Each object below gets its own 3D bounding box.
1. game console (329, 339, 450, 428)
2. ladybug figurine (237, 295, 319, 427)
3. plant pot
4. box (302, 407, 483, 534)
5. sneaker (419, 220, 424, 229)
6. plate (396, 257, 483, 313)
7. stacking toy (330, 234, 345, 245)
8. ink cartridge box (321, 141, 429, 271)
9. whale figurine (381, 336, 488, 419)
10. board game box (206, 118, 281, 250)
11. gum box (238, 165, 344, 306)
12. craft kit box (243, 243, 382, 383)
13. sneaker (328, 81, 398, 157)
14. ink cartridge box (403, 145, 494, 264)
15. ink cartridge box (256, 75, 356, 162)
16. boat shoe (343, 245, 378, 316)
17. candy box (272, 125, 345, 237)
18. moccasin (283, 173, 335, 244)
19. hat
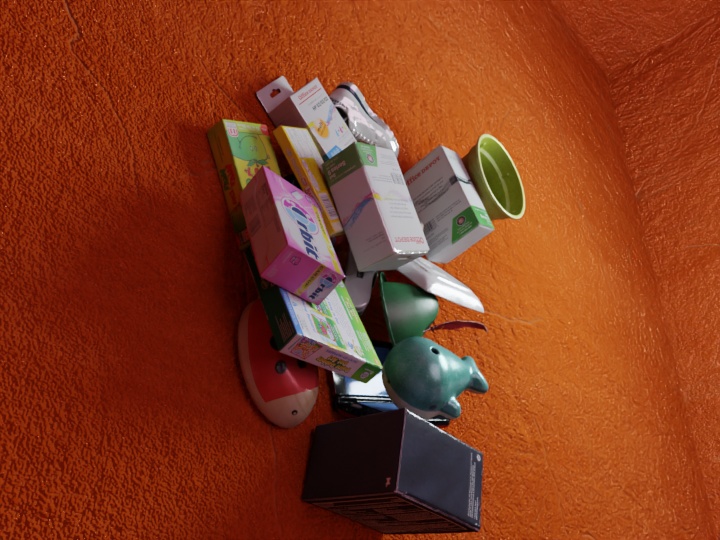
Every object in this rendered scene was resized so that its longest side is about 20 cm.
[{"bbox_3d":[0.048,0.192,1.139,0.197,0.169,0.123,13,87,-46],"label":"game console"},{"bbox_3d":[-0.117,0.130,0.995,0.134,0.071,0.206,-10,79,-53],"label":"ladybug figurine"},{"bbox_3d":[0.255,-0.182,1.543,0.198,0.181,0.206,28,51,-40],"label":"plant pot"},{"bbox_3d":[0.052,0.309,0.997,0.197,0.197,0.127,34,51,-35],"label":"box"},{"bbox_3d":[0.078,-0.099,1.323,0.090,0.067,0.200,48,7,-5],"label":"sneaker"},{"bbox_3d":[0.134,0.007,1.308,0.197,0.033,0.199,22,11,-44],"label":"plate"},{"bbox_3d":[-0.021,-0.116,1.257,0.086,0.084,0.200,54,44,-13],"label":"stacking toy"},{"bbox_3d":[0.029,-0.108,1.161,0.144,0.086,0.205,-5,71,-59],"label":"ink cartridge box"},{"bbox_3d":[0.132,0.167,1.095,0.194,0.106,0.161,2,41,-29],"label":"whale figurine"},{"bbox_3d":[-0.176,-0.141,1.090,0.100,0.047,0.206,-6,76,-53],"label":"board game box"},{"bbox_3d":[-0.107,-0.058,0.984,0.112,0.066,0.203,29,26,-40],"label":"gum box"},{"bbox_3d":[-0.071,0.059,1.002,0.195,0.049,0.203,26,28,-44],"label":"craft kit box"},{"bbox_3d":[0.001,-0.293,1.390,0.200,0.076,0.082,45,52,-19],"label":"sneaker"},{"bbox_3d":[0.179,-0.141,1.429,0.082,0.145,0.205,7,55,-52],"label":"ink cartridge box"},{"bbox_3d":[-0.096,-0.281,1.251,0.202,0.067,0.116,55,37,-14],"label":"ink cartridge box"},{"bbox_3d":[0.000,0.000,1.225,0.069,0.064,0.204,18,54,0],"label":"boat shoe"},{"bbox_3d":[-0.077,-0.155,1.144,0.204,0.026,0.102,63,20,4],"label":"candy box"},{"bbox_3d":[-0.095,-0.067,1.134,0.080,0.067,0.205,-27,92,-53],"label":"moccasin"},{"bbox_3d":[0.136,0.064,1.206,0.200,0.171,0.171,-15,91,-82],"label":"hat"}]
